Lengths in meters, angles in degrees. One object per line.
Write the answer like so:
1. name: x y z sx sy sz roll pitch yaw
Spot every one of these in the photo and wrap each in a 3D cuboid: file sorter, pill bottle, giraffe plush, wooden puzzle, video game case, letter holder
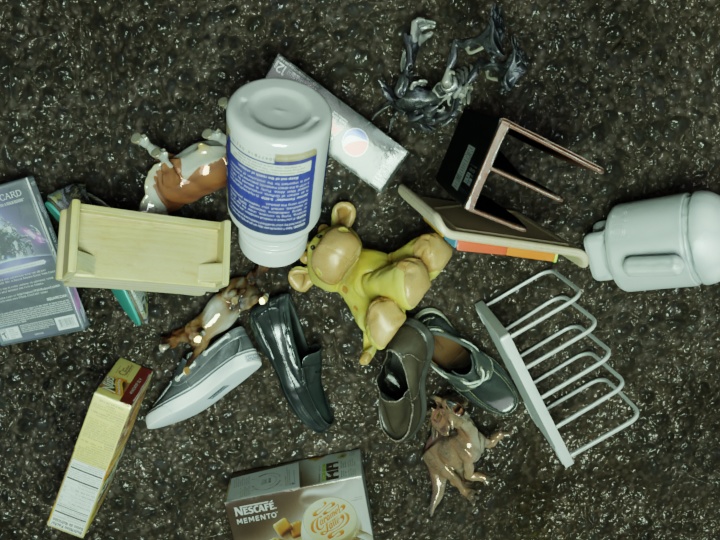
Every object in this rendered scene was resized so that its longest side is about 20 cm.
1. file sorter: 0.261 0.119 0.936 0.122 0.139 0.203 -30 105 3
2. pill bottle: -0.099 -0.106 0.822 0.116 0.122 0.203 7 136 -4
3. giraffe plush: 0.000 0.000 0.893 0.161 0.201 0.173 38 62 3
4. wooden puzzle: 0.152 -0.050 0.847 0.194 0.185 0.038 12 106 -15
5. video game case: -0.446 -0.008 0.908 0.139 0.019 0.206 -10 105 17
6. letter holder: 0.184 -0.113 0.837 0.139 0.200 0.103 21 104 -9

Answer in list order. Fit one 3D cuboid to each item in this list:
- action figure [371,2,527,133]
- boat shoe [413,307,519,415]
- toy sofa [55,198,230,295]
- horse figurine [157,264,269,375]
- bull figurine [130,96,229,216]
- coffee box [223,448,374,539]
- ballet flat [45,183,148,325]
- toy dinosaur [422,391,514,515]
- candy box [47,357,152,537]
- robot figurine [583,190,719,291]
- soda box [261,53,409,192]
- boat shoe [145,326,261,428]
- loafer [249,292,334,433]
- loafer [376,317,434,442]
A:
1. action figure: 0.101 -0.238 0.852 0.197 0.105 0.118 -15 143 40
2. boat shoe: 0.147 0.140 0.973 0.199 0.068 0.072 43 100 -15
3. toy sofa: -0.261 -0.023 0.849 0.195 0.097 0.086 6 78 -30
4. horse figurine: -0.182 0.055 0.915 0.200 0.132 0.050 -45 106 -3
5. bull figurine: -0.211 -0.128 0.871 0.196 0.066 0.122 -27 149 -4
6. coffee box: -0.085 0.341 1.006 0.194 0.080 0.118 -10 105 0
7. ballet flat: -0.319 -0.027 0.906 0.071 0.072 0.203 -32 103 6
8. toy dinosaur: 0.126 0.250 0.995 0.133 0.086 0.202 31 122 1
9. candy box: -0.349 0.236 0.946 0.054 0.116 0.204 21 103 -7
10. robot figurine: 0.387 -0.035 0.885 0.196 0.169 0.115 -8 114 40
11. soda box: -0.037 -0.183 0.874 0.198 0.071 0.064 35 100 -11
12. boat shoe: -0.223 0.146 0.958 0.198 0.071 0.069 -36 70 21
13. loafer: -0.081 0.127 0.955 0.069 0.068 0.205 -23 102 13
14. loafer: 0.046 0.156 0.941 0.071 0.072 0.205 -28 134 -38
